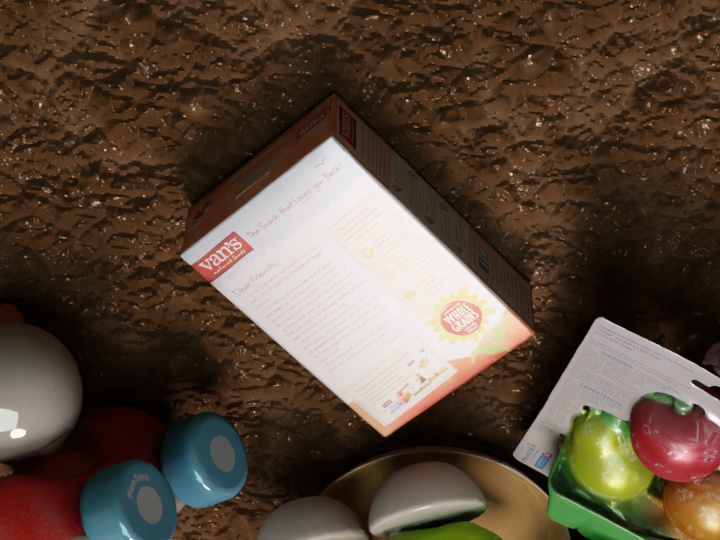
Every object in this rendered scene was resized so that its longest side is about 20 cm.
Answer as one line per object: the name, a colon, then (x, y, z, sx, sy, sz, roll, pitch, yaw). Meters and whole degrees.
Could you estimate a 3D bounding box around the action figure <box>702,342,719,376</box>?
action figure: (0.329, 0.062, 1.277, 0.148, 0.134, 0.201, -20, 153, -36)

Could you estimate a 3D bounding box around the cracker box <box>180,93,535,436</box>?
cracker box: (0.000, 0.000, 1.250, 0.134, 0.058, 0.200, -35, 118, 24)

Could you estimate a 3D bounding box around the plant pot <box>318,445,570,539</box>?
plant pot: (0.054, 0.199, 1.410, 0.198, 0.028, 0.202, 2, 126, 2)

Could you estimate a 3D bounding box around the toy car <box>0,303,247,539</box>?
toy car: (-0.211, 0.099, 1.299, 0.183, 0.177, 0.202, -21, 95, 33)

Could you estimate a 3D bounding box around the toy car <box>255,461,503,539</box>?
toy car: (0.028, 0.240, 1.345, 0.198, 0.177, 0.150, -18, 158, 15)

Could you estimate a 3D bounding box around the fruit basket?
fruit basket: (0.207, 0.117, 1.268, 0.184, 0.094, 0.201, 27, 141, 4)
